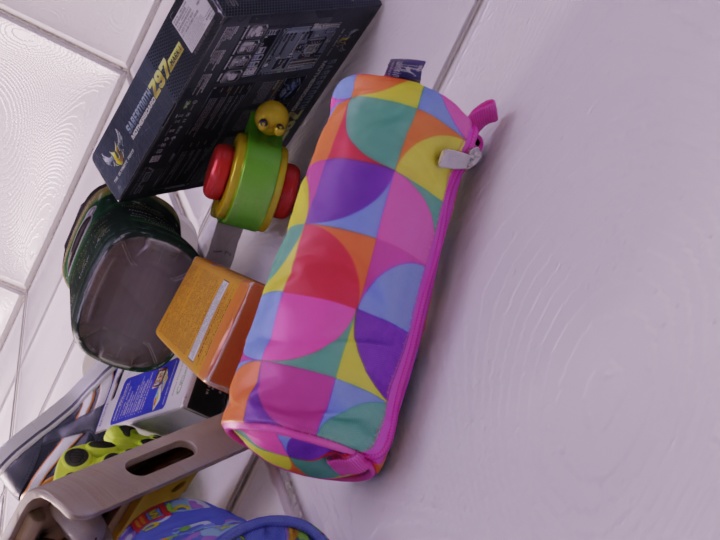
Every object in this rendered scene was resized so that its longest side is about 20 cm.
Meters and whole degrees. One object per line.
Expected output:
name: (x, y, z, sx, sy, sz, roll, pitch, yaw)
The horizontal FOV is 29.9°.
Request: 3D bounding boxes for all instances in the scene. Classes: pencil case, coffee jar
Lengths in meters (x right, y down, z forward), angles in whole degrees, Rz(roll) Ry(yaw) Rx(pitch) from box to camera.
pencil case: (0.000, 0.000, 0.646, 0.088, 0.088, 0.201, -24, 45, 65)
coffee jar: (-0.179, -0.002, 1.038, 0.105, 0.085, 0.200, -65, 20, 9)
pencil case: (-0.066, 0.153, 0.646, 0.200, 0.086, 0.079, 161, 95, -68)

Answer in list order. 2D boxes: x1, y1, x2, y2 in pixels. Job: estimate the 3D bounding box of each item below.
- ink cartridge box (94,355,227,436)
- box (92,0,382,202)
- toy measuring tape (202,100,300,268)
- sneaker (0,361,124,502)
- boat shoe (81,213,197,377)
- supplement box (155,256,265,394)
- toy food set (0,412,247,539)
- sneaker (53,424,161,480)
ink cartridge box: (-0.145, 0.077, 1.030, 0.200, 0.037, 0.095, -20, 49, 58)
box: (-0.094, -0.141, 1.009, 0.051, 0.157, 0.200, 56, 134, 19)
toy measuring tape: (-0.092, -0.032, 1.002, 0.074, 0.073, 0.201, -99, 28, -61)
sneaker: (-0.216, 0.127, 1.148, 0.200, 0.079, 0.078, -43, -9, -6)
boat shoe: (-0.207, 0.023, 1.273, 0.069, 0.072, 0.201, -97, 26, -60)
supplement box: (-0.074, 0.037, 0.842, 0.069, 0.066, 0.200, -67, 18, -4)
toy food set: (-0.146, 0.171, 0.793, 0.143, 0.060, 0.200, -19, -28, -47)
sneaker: (-0.167, 0.160, 0.935, 0.200, 0.074, 0.084, 8, -85, -88)
